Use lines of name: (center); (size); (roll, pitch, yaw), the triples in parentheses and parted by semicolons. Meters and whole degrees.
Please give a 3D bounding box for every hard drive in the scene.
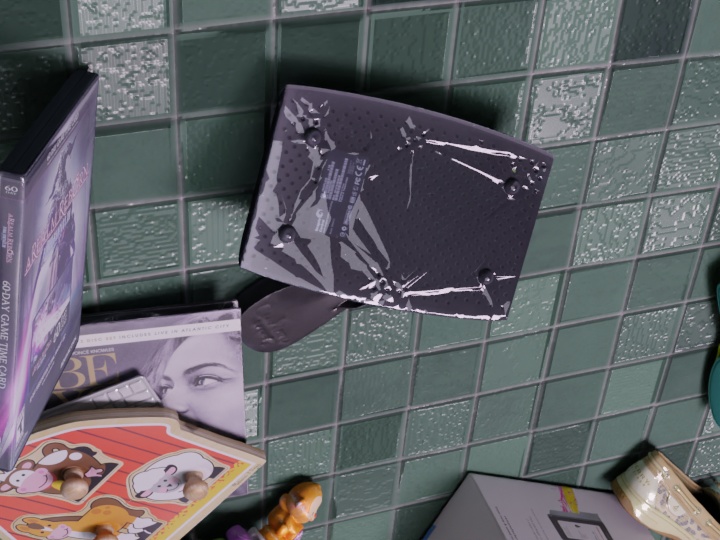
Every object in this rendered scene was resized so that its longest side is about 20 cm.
hard drive: (0.022, -0.044, 0.856); (0.200, 0.042, 0.135); (11, 99, -22)

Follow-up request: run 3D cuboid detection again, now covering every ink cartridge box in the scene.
ink cartridge box: (0.169, 0.298, 1.177); (0.200, 0.146, 0.147); (14, 121, -32)

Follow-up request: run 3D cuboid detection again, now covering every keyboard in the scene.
keyboard: (-0.237, 0.128, 0.925); (0.200, 0.011, 0.056); (-21, 135, 5)

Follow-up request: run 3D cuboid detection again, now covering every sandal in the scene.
sandal: (0.000, 0.001, 0.920); (0.200, 0.043, 0.076); (-38, 133, 9)

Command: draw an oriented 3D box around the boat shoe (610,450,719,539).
boat shoe: (0.331, 0.235, 1.247); (0.200, 0.073, 0.063); (27, 111, -36)

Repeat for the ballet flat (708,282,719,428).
ballet flat: (0.351, 0.067, 1.125); (0.067, 0.067, 0.200); (-32, 135, -21)

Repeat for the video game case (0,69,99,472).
video game case: (-0.189, -0.001, 0.760); (0.019, 0.143, 0.200); (12, 121, -1)

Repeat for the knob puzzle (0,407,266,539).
knob puzzle: (-0.198, 0.168, 0.949); (0.219, 0.030, 0.220); (-8, 139, -7)

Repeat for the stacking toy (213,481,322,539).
stacking toy: (-0.101, 0.255, 1.063); (0.200, 0.110, 0.116); (-46, 166, -8)

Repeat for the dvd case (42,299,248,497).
dvd case: (-0.160, 0.107, 0.945); (0.148, 0.016, 0.200); (-6, 130, -9)
